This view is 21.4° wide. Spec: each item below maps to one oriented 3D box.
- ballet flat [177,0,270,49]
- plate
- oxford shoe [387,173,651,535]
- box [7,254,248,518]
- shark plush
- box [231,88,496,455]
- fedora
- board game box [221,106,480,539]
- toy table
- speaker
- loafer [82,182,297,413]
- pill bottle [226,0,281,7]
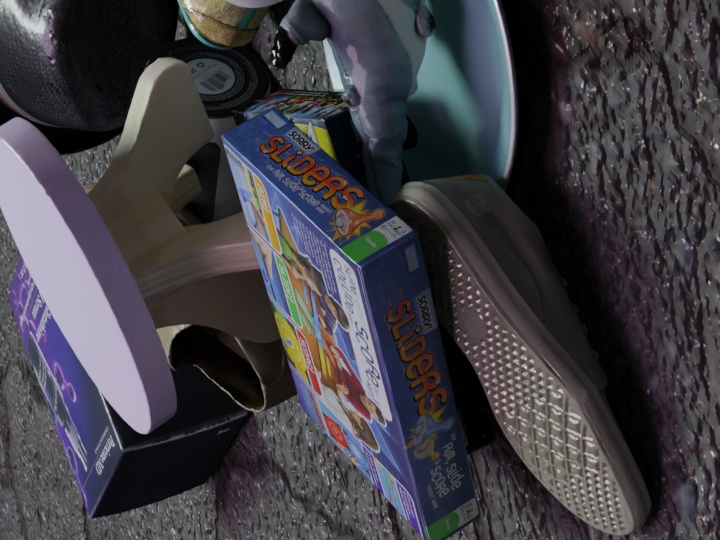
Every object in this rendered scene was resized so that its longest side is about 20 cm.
[{"bbox_3d":[-0.106,-0.225,1.176,0.201,0.070,0.071,61,152,29],"label":"ballet flat"},{"bbox_3d":[0.034,-0.116,0.977,0.200,0.025,0.202,44,143,47],"label":"plate"},{"bbox_3d":[0.086,0.036,0.917,0.201,0.058,0.075,57,146,-2],"label":"oxford shoe"},{"bbox_3d":[-0.180,0.063,1.445,0.201,0.103,0.148,66,154,20],"label":"box"},{"bbox_3d":[-0.014,-0.122,0.944,0.091,0.083,0.202,18,120,61],"label":"shark plush"},{"bbox_3d":[0.000,0.000,1.060,0.136,0.037,0.202,16,128,65],"label":"box"},{"bbox_3d":[-0.176,-0.163,1.221,0.091,0.199,0.202,28,129,49],"label":"fedora"},{"bbox_3d":[-0.003,0.031,0.971,0.135,0.034,0.201,44,156,43],"label":"board game box"},{"bbox_3d":[-0.120,-0.017,1.096,0.183,0.117,0.201,35,149,44],"label":"toy table"},{"bbox_3d":[-0.108,-0.051,1.254,0.081,0.081,0.201,55,149,36],"label":"speaker"},{"bbox_3d":[-0.111,0.017,1.205,0.199,0.068,0.076,32,137,3],"label":"loafer"},{"bbox_3d":[-0.090,-0.217,0.993,0.110,0.109,0.200,59,-172,30],"label":"pill bottle"}]
